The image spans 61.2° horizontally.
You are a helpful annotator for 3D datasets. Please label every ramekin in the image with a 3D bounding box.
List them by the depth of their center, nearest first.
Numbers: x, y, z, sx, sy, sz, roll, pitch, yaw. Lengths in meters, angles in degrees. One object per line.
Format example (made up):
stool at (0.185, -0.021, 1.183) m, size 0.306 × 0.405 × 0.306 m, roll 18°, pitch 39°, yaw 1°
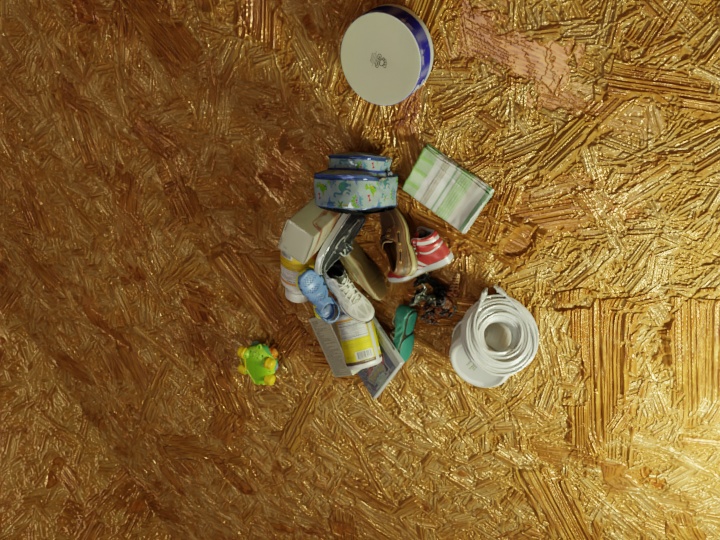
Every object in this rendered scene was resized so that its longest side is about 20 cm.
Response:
ramekin at (0.332, 0.226, 1.651) m, size 0.199 × 0.094 × 0.205 m, roll 15°, pitch 127°, yaw 20°

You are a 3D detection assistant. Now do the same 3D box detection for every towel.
towel at (0.208, -0.194, 1.482) m, size 0.199 × 0.031 × 0.150 m, roll 35°, pitch 131°, yaw 5°

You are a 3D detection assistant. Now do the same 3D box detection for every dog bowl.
dog bowl at (0.057, -0.475, 1.347) m, size 0.197 × 0.079 × 0.203 m, roll 15°, pitch 127°, yaw 21°

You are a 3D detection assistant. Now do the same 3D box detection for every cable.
cable at (0.348, 0.164, 1.539) m, size 0.199 × 0.201 × 0.069 m, roll 37°, pitch 169°, yaw 5°

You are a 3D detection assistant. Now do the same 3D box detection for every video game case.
video game case at (0.037, 0.260, 1.840) m, size 0.183 × 0.023 × 0.201 m, roll 55°, pitch 138°, yaw 25°

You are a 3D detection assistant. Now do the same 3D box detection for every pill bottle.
pill bottle at (-0.173, -0.013, 1.735) m, size 0.109 × 0.111 × 0.203 m, roll 19°, pitch 126°, yaw 18°
pill bottle at (-0.010, 0.180, 1.771) m, size 0.108 × 0.109 × 0.204 m, roll -15°, pitch 88°, yaw 36°

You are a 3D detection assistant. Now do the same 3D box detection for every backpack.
backpack at (-0.017, -0.214, 1.486) m, size 0.180 × 0.199 × 0.150 m, roll 6°, pitch 104°, yaw 28°

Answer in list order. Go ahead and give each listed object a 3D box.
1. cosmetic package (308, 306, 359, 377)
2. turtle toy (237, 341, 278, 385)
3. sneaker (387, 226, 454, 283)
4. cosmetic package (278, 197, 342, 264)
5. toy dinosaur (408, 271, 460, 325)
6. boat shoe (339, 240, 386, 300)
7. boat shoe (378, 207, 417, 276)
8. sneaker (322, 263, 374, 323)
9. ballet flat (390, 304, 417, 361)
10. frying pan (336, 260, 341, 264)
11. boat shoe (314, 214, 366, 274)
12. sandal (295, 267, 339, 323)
cosmetic package at (-0.069, 0.217, 1.853) m, size 0.103 × 0.073 × 0.203 m, roll -16°, pitch 98°, yaw 50°
turtle toy at (-0.343, 0.325, 2.105) m, size 0.144 × 0.101 × 0.203 m, roll 19°, pitch 129°, yaw 17°
sneaker at (0.136, -0.043, 1.598) m, size 0.198 × 0.072 × 0.113 m, roll -23°, pitch 112°, yaw 30°
cosmetic package at (-0.122, -0.120, 1.609) m, size 0.087 × 0.200 × 0.104 m, roll 33°, pitch 132°, yaw 7°
toy dinosaur at (0.209, 0.067, 1.638) m, size 0.134 × 0.102 × 0.202 m, roll 25°, pitch 113°, yaw -7°
boat shoe at (0.000, 0.000, 1.713) m, size 0.064 × 0.071 × 0.202 m, roll -33°, pitch 91°, yaw 45°
boat shoe at (0.084, -0.079, 1.548) m, size 0.072 × 0.067 × 0.203 m, roll -47°, pitch 54°, yaw 51°
sneaker at (-0.040, 0.060, 1.681) m, size 0.201 × 0.076 × 0.116 m, roll 45°, pitch 169°, yaw 15°
ballet flat at (0.121, 0.177, 1.771) m, size 0.070 × 0.067 × 0.203 m, roll 37°, pitch 136°, yaw 36°
frying pan at (-0.116, -0.010, 1.793) m, size 0.114 × 0.031 × 0.191 m, roll 36°, pitch 135°, yaw 5°
boat shoe at (-0.052, -0.069, 1.638) m, size 0.067 × 0.072 × 0.202 m, roll 32°, pitch 91°, yaw 18°
sandal at (-0.111, 0.074, 1.698) m, size 0.087 × 0.079 × 0.201 m, roll 38°, pitch 165°, yaw 50°
